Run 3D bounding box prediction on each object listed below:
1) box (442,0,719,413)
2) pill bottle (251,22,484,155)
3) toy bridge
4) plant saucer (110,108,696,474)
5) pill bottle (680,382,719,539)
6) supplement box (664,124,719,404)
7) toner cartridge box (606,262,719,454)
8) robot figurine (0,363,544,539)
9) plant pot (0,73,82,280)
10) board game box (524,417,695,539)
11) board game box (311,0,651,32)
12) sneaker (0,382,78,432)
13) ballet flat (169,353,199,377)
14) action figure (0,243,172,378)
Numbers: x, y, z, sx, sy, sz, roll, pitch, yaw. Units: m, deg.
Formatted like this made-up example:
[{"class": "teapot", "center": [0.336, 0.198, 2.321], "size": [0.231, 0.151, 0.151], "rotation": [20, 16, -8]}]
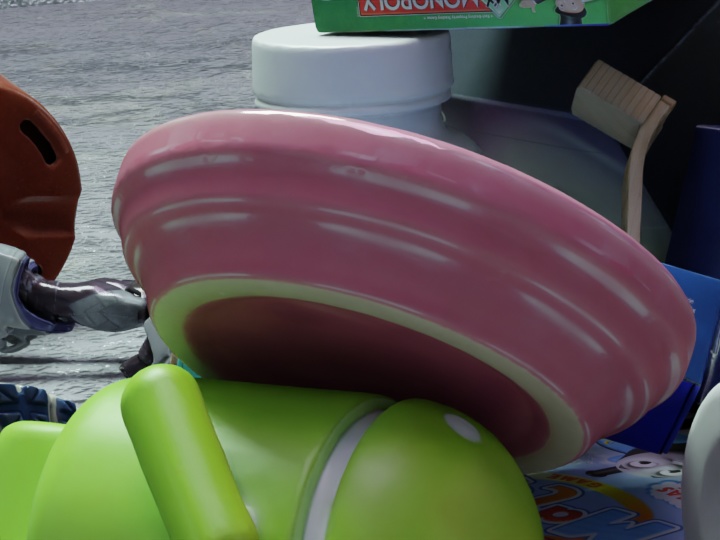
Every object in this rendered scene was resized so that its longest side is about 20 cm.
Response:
[{"class": "box", "center": [0.129, -0.044, 1.269], "size": [0.123, 0.198, 0.200], "rotation": [-45, 29, -20]}, {"class": "pill bottle", "center": [0.000, 0.000, 1.140], "size": [0.111, 0.200, 0.111], "rotation": [-2, 12, 1]}, {"class": "toy bridge", "center": [0.072, 0.005, 1.079], "size": [0.067, 0.200, 0.027], "rotation": [32, -22, 11]}, {"class": "plant saucer", "center": [0.009, 0.016, 0.908], "size": [0.200, 0.051, 0.201], "rotation": [16, -21, 6]}, {"class": "pill bottle", "center": [0.222, 0.078, 0.946], "size": [0.200, 0.111, 0.111], "rotation": [-7, 13, -19]}, {"class": "supplement box", "center": [0.229, 0.016, 1.097], "size": [0.200, 0.109, 0.110], "rotation": [12, 3, -9]}, {"class": "toner cartridge box", "center": [0.028, 0.009, 1.008], "size": [0.200, 0.043, 0.095], "rotation": [17, -20, 4]}, {"class": "robot figurine", "center": [-0.029, 0.095, 0.900], "size": [0.200, 0.116, 0.175], "rotation": [3, -18, 27]}, {"class": "plant pot", "center": [-0.264, -0.055, 1.521], "size": [0.201, 0.201, 0.195], "rotation": [-10, 23, -32]}, {"class": "board game box", "center": [0.121, 0.097, 1.054], "size": [0.200, 0.037, 0.151], "rotation": [-10, 14, -28]}, {"class": "board game box", "center": [0.085, -0.139, 1.157], "size": [0.134, 0.029, 0.200], "rotation": [2, 19, 31]}, {"class": "sneaker", "center": [-0.199, 0.084, 1.095], "size": [0.200, 0.077, 0.085], "rotation": [-8, 9, -26]}, {"class": "ballet flat", "center": [0.013, 0.044, 1.264], "size": [0.200, 0.071, 0.065], "rotation": [4, -1, 10]}, {"class": "action figure", "center": [-0.116, 0.019, 1.405], "size": [0.200, 0.069, 0.130], "rotation": [3, 6, 8]}]
